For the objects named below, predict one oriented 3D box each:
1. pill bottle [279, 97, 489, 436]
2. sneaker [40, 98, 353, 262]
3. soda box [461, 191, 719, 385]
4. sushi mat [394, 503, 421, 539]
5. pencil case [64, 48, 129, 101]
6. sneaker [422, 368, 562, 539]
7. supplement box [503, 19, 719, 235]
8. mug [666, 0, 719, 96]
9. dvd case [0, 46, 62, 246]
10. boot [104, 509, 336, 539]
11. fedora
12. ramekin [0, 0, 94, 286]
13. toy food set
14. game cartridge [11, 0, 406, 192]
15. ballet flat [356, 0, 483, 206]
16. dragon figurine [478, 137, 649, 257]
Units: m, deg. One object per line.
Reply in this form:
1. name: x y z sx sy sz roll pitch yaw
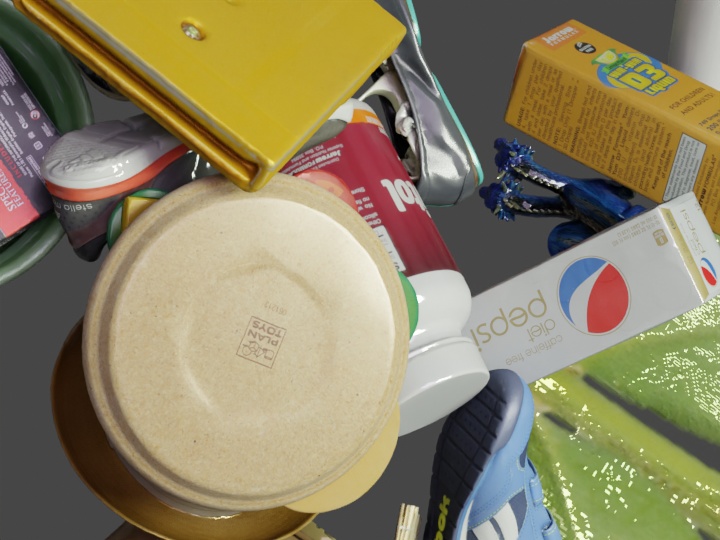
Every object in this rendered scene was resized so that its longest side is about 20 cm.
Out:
1. pill bottle: 0.000 0.000 1.157 0.112 0.113 0.201 -21 70 -17
2. sneaker: -0.095 -0.060 1.095 0.199 0.077 0.082 -18 121 -22
3. soda box: 0.135 0.023 1.173 0.064 0.199 0.068 -20 84 -58
4. sushi mat: 0.014 0.250 1.151 0.012 0.096 0.201 10 80 6
5. pencil case: -0.111 -0.186 1.160 0.090 0.078 0.200 57 38 -13
6. sneaker: 0.090 0.157 1.179 0.082 0.074 0.201 4 110 -17
7. supplement box: 0.196 -0.094 1.217 0.199 0.069 0.066 29 38 27
8. mug: 0.297 -0.147 1.273 0.186 0.149 0.154 18 84 -4
9. dvd case: -0.278 -0.056 1.063 0.200 0.022 0.146 -35 91 -18
10. boot: -0.109 0.228 1.144 0.175 0.066 0.200 36 73 6
11. fedora: -0.092 0.072 1.123 0.199 0.082 0.201 13 47 -15
12. ramekin: -0.269 -0.074 1.132 0.199 0.098 0.201 2 80 -14
13. toy food set: -0.061 0.038 1.041 0.199 0.049 0.199 6 92 -19
14. game cartridge: -0.082 -0.148 1.065 0.176 0.032 0.200 39 37 1
15. ballet flat: 0.018 -0.134 1.233 0.073 0.073 0.201 -22 89 -17
16. dragon figurine: 0.163 -0.028 1.219 0.099 0.200 0.059 -4 122 -37
